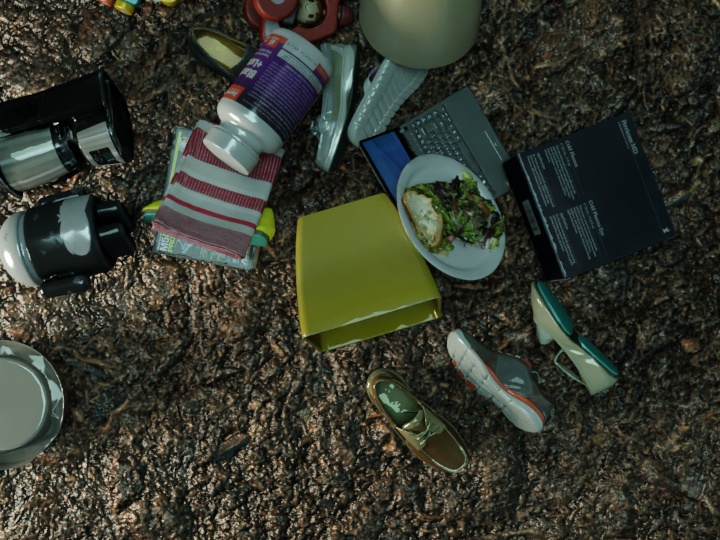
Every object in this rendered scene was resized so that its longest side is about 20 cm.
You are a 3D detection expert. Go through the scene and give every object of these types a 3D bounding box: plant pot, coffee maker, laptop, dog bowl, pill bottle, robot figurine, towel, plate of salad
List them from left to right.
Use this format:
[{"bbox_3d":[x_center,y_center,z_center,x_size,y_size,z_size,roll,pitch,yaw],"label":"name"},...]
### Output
[{"bbox_3d":[-0.550,0.205,1.494,0.199,0.059,0.201,0,90,2],"label":"dog bowl"},{"bbox_3d":[-0.460,-0.229,1.454,0.199,0.135,0.193,-17,89,1],"label":"coffee maker"},{"bbox_3d":[-0.447,-0.045,1.461,0.199,0.150,0.125,-13,111,1],"label":"robot figurine"},{"bbox_3d":[-0.207,-0.124,1.417,0.144,0.023,0.201,18,65,0],"label":"towel"},{"bbox_3d":[-0.138,-0.243,1.398,0.111,0.111,0.200,35,81,2],"label":"pill bottle"},{"bbox_3d":[0.000,0.000,1.417,0.199,0.200,0.177,-17,79,2],"label":"plant pot"},{"bbox_3d":[0.099,-0.426,1.374,0.186,0.200,0.188,2,67,-5],"label":"plant pot"},{"bbox_3d":[0.125,-0.163,1.450,0.200,0.103,0.178,-30,90,2],"label":"laptop"},{"bbox_3d":[0.139,-0.083,1.383,0.199,0.048,0.201,17,58,-29],"label":"plate of salad"}]

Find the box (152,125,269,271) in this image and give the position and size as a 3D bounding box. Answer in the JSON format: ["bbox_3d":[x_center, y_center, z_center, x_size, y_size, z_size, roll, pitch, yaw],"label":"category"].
[{"bbox_3d":[-0.225,-0.110,1.491,0.160,0.044,0.201,10,90,2],"label":"box"}]

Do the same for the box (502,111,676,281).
[{"bbox_3d":[0.339,-0.107,1.434,0.181,0.104,0.201,-20,90,-4],"label":"box"}]

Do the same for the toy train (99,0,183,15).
[{"bbox_3d":[-0.321,-0.476,1.492,0.199,0.056,0.151,-18,88,-1],"label":"toy train"}]

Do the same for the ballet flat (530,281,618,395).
[{"bbox_3d":[0.310,0.108,1.467,0.069,0.069,0.200,-40,90,1],"label":"ballet flat"}]

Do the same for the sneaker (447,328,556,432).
[{"bbox_3d":[0.218,0.156,1.475,0.200,0.077,0.082,46,64,0],"label":"sneaker"}]

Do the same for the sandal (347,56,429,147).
[{"bbox_3d":[0.036,-0.283,1.476,0.050,0.082,0.203,30,82,44],"label":"sandal"}]

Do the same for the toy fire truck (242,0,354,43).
[{"bbox_3d":[-0.086,-0.438,1.463,0.167,0.112,0.201,3,91,-17],"label":"toy fire truck"}]

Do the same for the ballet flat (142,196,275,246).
[{"bbox_3d":[-0.224,-0.087,1.444,0.199,0.067,0.067,11,69,-1],"label":"ballet flat"}]

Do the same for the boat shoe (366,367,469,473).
[{"bbox_3d":[0.083,0.234,1.465,0.200,0.074,0.076,43,92,2],"label":"boat shoe"}]

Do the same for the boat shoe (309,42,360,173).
[{"bbox_3d":[-0.045,-0.250,1.474,0.064,0.074,0.203,8,86,8],"label":"boat shoe"}]

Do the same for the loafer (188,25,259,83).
[{"bbox_3d":[-0.178,-0.314,1.475,0.199,0.072,0.073,25,89,1],"label":"loafer"}]
